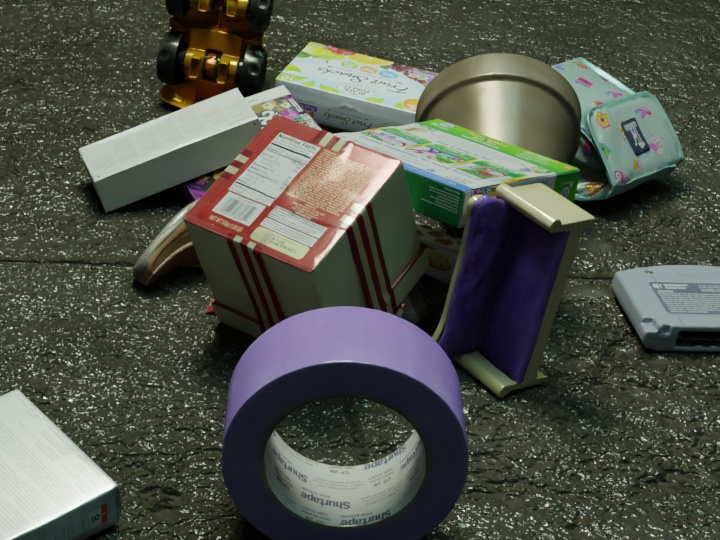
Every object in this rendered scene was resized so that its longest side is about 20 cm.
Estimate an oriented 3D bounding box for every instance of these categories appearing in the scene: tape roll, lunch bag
[{"bbox_3d":[-0.013,0.135,1.265,0.200,0.200,0.085,6,30,-4],"label":"tape roll"},{"bbox_3d":[0.293,-0.172,1.946,0.200,0.122,0.170,38,38,28],"label":"lunch bag"}]

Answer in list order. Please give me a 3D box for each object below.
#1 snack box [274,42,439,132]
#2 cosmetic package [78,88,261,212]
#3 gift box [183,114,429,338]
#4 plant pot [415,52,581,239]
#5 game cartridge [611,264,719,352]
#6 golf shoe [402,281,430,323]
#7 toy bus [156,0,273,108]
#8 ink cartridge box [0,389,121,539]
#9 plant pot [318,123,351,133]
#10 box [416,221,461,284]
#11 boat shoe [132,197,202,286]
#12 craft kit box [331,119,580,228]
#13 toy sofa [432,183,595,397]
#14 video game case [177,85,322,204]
[{"bbox_3d":[0.004,-0.227,1.978,0.200,0.053,0.142,15,32,10],"label":"snack box"},{"bbox_3d":[-0.215,-0.138,1.767,0.200,0.051,0.083,-22,36,-10],"label":"cosmetic package"},{"bbox_3d":[-0.062,-0.011,1.517,0.184,0.187,0.200,27,62,31],"label":"gift box"},{"bbox_3d":[0.161,-0.122,1.782,0.200,0.200,0.174,6,46,-3],"label":"plant pot"},{"bbox_3d":[0.384,0.040,1.688,0.200,0.041,0.133,2,34,-12],"label":"game cartridge"},{"bbox_3d":[0.000,0.000,1.645,0.092,0.073,0.200,-37,50,-6],"label":"golf shoe"},{"bbox_3d":[-0.175,-0.322,2.016,0.136,0.200,0.192,12,23,4],"label":"toy bus"},{"bbox_3d":[-0.322,0.191,1.259,0.200,0.050,0.162,-27,45,-33],"label":"ink cartridge box"},{"bbox_3d":[-0.011,-0.224,2.048,0.200,0.028,0.200,7,31,-4],"label":"plant pot"},{"bbox_3d":[0.033,-0.041,1.735,0.200,0.041,0.039,25,34,25],"label":"box"},{"bbox_3d":[-0.159,-0.039,1.648,0.072,0.076,0.200,48,56,3],"label":"boat shoe"},{"bbox_3d":[0.091,-0.105,1.598,0.200,0.049,0.197,24,28,38],"label":"craft kit box"},{"bbox_3d":[0.146,0.020,1.502,0.098,0.200,0.083,-9,34,-39],"label":"toy sofa"},{"bbox_3d":[-0.135,-0.139,1.820,0.181,0.036,0.200,-20,38,-14],"label":"video game case"}]
